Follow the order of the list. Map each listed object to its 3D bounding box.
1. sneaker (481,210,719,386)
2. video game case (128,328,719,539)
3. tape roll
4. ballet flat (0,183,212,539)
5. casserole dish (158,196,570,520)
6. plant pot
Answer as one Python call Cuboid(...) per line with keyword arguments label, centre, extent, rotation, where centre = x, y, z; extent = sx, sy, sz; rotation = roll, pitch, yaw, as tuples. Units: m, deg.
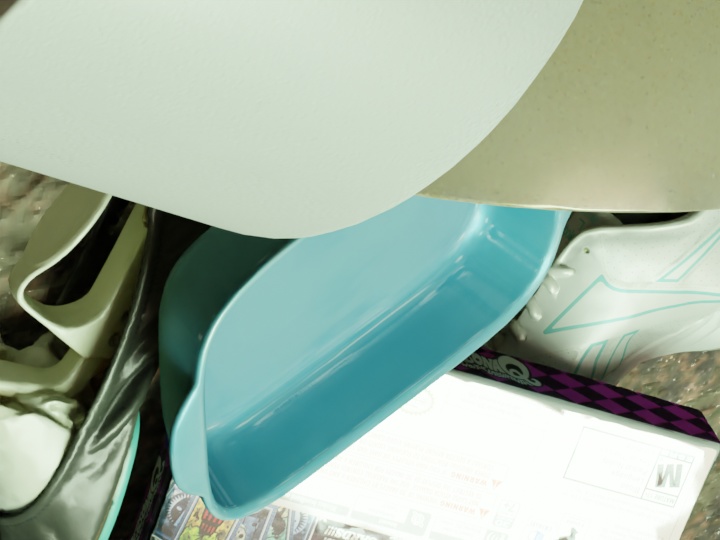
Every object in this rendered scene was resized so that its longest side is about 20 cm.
Cuboid(label="sneaker", centre=(0.081, 0.015, 0.930), extent=(0.200, 0.070, 0.080), rotation=(-33, 123, -1))
Cuboid(label="video game case", centre=(0.013, 0.112, 0.901), extent=(0.199, 0.036, 0.182), rotation=(15, 110, -14))
Cuboid(label="tape roll", centre=(-0.050, -0.120, 0.563), extent=(0.139, 0.203, 0.203), rotation=(17, 120, -46))
Cuboid(label="ballet flat", centre=(-0.097, 0.025, 0.801), extent=(0.068, 0.068, 0.201), rotation=(16, 109, -34))
Cuboid(label="casserole dish", centre=(0.000, 0.000, 0.797), extent=(0.200, 0.039, 0.122), rotation=(-35, 146, -29))
Cuboid(label="plant pot", centre=(0.047, -0.107, 0.681), extent=(0.199, 0.200, 0.136), rotation=(-6, 110, -32))
